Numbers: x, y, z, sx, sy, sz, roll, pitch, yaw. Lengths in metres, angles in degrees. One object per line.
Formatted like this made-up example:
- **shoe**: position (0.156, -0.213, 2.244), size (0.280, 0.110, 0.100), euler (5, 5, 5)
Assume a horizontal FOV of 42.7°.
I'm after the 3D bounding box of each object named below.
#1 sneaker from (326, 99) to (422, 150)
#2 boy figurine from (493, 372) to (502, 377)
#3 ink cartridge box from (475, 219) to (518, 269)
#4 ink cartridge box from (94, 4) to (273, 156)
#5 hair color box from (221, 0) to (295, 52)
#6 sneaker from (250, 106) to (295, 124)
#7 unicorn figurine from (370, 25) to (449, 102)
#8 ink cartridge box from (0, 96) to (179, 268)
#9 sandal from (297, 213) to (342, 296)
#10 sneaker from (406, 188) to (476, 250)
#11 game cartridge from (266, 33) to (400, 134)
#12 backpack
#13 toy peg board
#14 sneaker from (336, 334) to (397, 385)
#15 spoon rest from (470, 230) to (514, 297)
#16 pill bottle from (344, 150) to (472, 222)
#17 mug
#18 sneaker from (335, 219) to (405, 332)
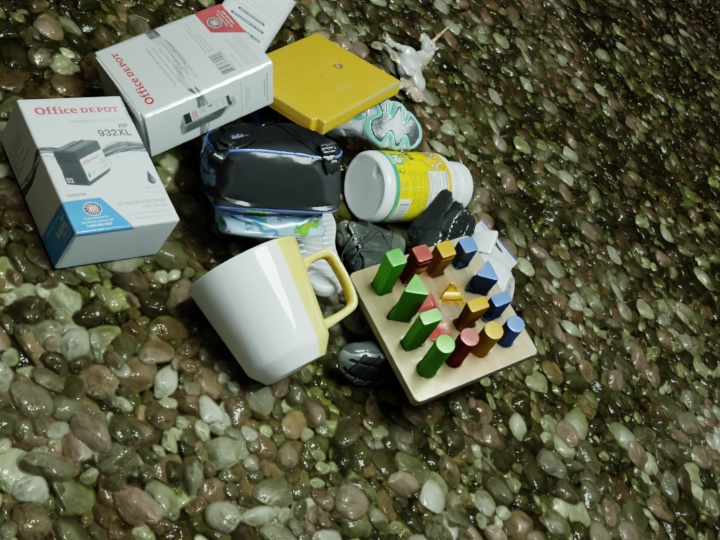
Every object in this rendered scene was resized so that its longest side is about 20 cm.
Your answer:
- **sneaker**: position (-0.001, -0.242, 1.494), size (0.200, 0.140, 0.078), euler (22, 88, -4)
- **boy figurine**: position (0.171, 0.101, 1.354), size (0.200, 0.064, 0.124), euler (9, 52, -57)
- **ink cartridge box**: position (0.174, -0.001, 1.499), size (0.099, 0.039, 0.200), euler (50, 44, 4)
- **ink cartridge box**: position (-0.242, -0.265, 1.275), size (0.200, 0.083, 0.147), euler (-28, 62, -21)
- **hair color box**: position (-0.187, -0.402, 1.511), size (0.100, 0.061, 0.200), euler (33, 43, -12)
- **sneaker**: position (-0.114, -0.204, 1.402), size (0.070, 0.078, 0.200), euler (0, 58, -38)
- **unicorn figurine**: position (0.090, -0.390, 1.719), size (0.137, 0.074, 0.200), euler (22, 61, -36)
- **ink cartridge box**: position (-0.339, -0.115, 1.154), size (0.145, 0.084, 0.200), euler (-12, 66, -42)
- **sandal**: position (-0.073, -0.028, 1.320), size (0.082, 0.050, 0.203), euler (1, 40, -14)
- **sneaker**: position (0.104, -0.036, 1.377), size (0.060, 0.104, 0.200), euler (43, 74, -28)
- **game cartridge**: position (-0.066, -0.284, 1.395), size (0.176, 0.032, 0.200), euler (34, 46, 21)
- **backpack**: position (-0.131, -0.124, 1.257), size (0.183, 0.147, 0.200), euler (0, 20, -18)
- **toy peg board**: position (0.121, 0.044, 1.223), size (0.199, 0.098, 0.200), euler (-18, 67, -24)
- **sneaker**: position (0.038, 0.114, 1.287), size (0.200, 0.075, 0.079), euler (9, 50, -45)
- **spoon rest**: position (0.195, 0.004, 1.420), size (0.061, 0.200, 0.099), euler (12, 63, 25)
- **pill bottle**: position (0.082, -0.134, 1.475), size (0.200, 0.113, 0.113), euler (-4, 61, -39)
- **mug**: position (-0.099, 0.049, 1.161), size (0.153, 0.186, 0.149), euler (62, 1, 6)
- **sneaker**: position (0.000, 0.000, 1.339), size (0.114, 0.076, 0.200), euler (27, 42, -16)
